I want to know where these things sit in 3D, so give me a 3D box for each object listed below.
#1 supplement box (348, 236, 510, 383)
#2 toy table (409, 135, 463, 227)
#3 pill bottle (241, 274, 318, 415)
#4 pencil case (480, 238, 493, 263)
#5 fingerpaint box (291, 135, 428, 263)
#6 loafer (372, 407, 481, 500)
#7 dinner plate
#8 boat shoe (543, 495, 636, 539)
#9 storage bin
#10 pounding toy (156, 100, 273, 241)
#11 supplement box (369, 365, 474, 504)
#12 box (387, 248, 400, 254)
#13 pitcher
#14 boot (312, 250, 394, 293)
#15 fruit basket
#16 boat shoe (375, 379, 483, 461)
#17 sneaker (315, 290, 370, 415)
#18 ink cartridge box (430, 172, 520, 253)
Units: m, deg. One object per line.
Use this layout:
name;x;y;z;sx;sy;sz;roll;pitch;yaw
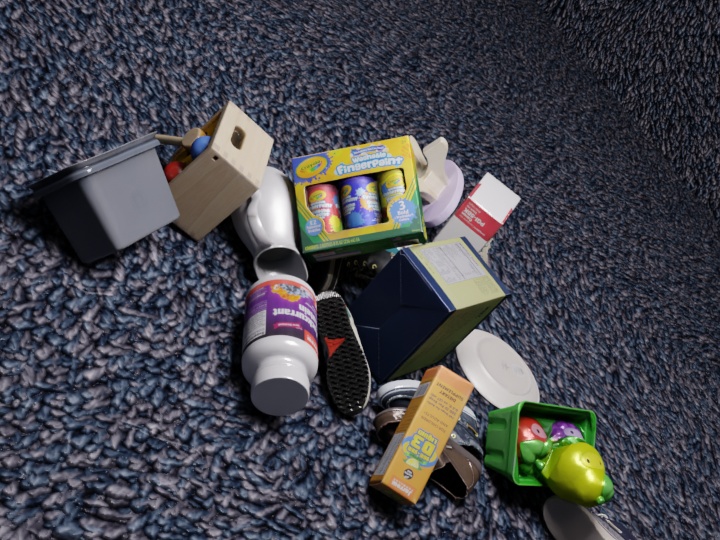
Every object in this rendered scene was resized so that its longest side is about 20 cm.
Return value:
supplement box;0.107;0.063;1.588;0.200;0.200;0.134;-12;60;-51
toy table;0.131;-0.193;1.969;0.117;0.184;0.200;43;19;-29
pill bottle;-0.118;0.110;1.377;0.111;0.111;0.200;25;36;-24
pencil case;0.226;0.007;1.887;0.078;0.089;0.200;31;34;-17
fingerpaint box;-0.002;-0.115;1.531;0.073;0.199;0.167;54;27;-73
loafer;0.105;0.282;1.440;0.200;0.073;0.071;33;33;-11
dinner plate;0.267;0.186;1.776;0.200;0.024;0.200;28;34;-22
boat shoe;0.387;0.436;1.570;0.200;0.075;0.093;43;19;-2
storage bin;-0.367;-0.100;1.367;0.200;0.145;0.135;-40;110;-58
pounding toy;-0.261;-0.179;1.535;0.142;0.184;0.200;41;30;-23
supplement box;0.091;0.243;1.382;0.066;0.069;0.200;32;73;-8
box;0.077;-0.037;1.819;0.200;0.049;0.082;43;32;2
pitcher;-0.156;-0.089;1.540;0.172;0.121;0.200;69;5;-53
boot;0.001;-0.002;1.665;0.153;0.074;0.204;27;30;-11
fruit basket;0.330;0.301;1.539;0.215;0.215;0.156;13;79;-37
boat shoe;0.117;0.244;1.499;0.200;0.071;0.091;24;32;-29
sneaker;-0.023;0.134;1.487;0.093;0.070;0.200;51;21;-71
ink cartridge box;0.193;-0.066;1.742;0.083;0.200;0.147;39;32;3
